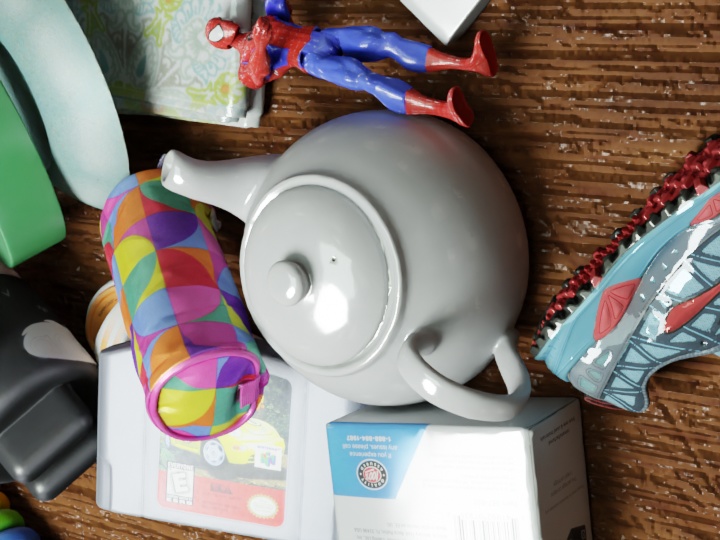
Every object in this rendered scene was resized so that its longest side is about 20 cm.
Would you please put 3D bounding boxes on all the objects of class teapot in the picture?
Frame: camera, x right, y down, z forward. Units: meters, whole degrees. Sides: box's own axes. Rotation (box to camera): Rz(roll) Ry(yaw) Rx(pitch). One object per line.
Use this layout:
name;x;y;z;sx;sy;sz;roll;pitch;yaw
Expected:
teapot;0.000;0.000;0.855;0.198;0.145;0.200;-12;92;35

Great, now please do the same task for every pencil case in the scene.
pencil case;-0.116;0.015;0.923;0.089;0.088;0.201;-54;38;30

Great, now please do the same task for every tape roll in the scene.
tape roll;-0.285;-0.101;1.030;0.201;0.048;0.201;51;160;26

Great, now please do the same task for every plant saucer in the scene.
plant saucer;-0.230;-0.126;1.001;0.201;0.038;0.202;45;151;33

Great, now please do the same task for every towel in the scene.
towel;-0.135;-0.204;0.975;0.169;0.048;0.203;10;105;31

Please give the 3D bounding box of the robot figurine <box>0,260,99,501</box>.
robot figurine;-0.274;0.078;1.052;0.200;0.124;0.151;44;129;25

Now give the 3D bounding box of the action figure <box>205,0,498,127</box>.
action figure;-0.024;-0.148;0.849;0.198;0.099;0.066;13;63;32

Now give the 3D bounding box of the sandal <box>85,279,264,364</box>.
sandal;-0.136;0.060;1.015;0.205;0.059;0.080;18;110;32

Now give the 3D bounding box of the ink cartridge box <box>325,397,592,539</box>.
ink cartridge box;0.067;0.185;0.878;0.144;0.083;0.203;-3;97;32

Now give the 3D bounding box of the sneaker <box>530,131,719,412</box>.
sneaker;0.188;0.000;0.780;0.095;0.079;0.200;40;119;-5

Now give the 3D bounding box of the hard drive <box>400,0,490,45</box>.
hard drive;0.024;-0.254;0.844;0.200;0.026;0.132;46;121;9

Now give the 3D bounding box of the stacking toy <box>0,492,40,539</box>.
stacking toy;-0.308;0.216;1.162;0.201;0.085;0.086;54;123;22

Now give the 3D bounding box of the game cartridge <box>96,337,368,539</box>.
game cartridge;-0.089;0.113;0.970;0.197;0.041;0.135;6;99;14
